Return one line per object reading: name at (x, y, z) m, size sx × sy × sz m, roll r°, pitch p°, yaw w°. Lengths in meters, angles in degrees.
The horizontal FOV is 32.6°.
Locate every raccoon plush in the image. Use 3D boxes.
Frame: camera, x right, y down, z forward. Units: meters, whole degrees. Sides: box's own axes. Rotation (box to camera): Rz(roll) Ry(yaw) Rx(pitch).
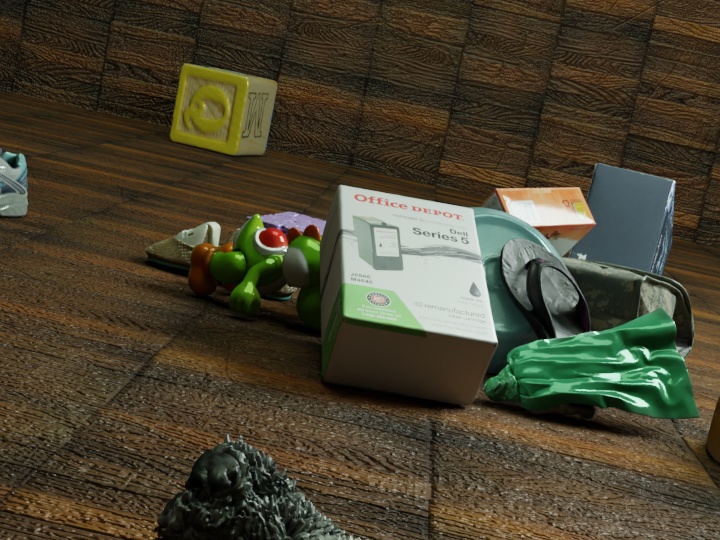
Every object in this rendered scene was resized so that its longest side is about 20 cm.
raccoon plush at (-0.016, 0.143, 0.597) m, size 0.132 × 0.098 × 0.200 m, roll 23°, pitch 11°, yaw 15°

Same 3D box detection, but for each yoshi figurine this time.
yoshi figurine at (-0.084, 0.018, 1.317) m, size 0.198 × 0.113 × 0.112 m, roll 2°, pitch -37°, yaw 35°

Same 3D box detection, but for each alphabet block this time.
alphabet block at (-0.343, -0.402, 3.103) m, size 0.192 × 0.200 × 0.200 m, roll 12°, pitch 9°, yaw 15°

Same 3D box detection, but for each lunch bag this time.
lunch bag at (0.291, 0.051, 1.461) m, size 0.162 × 0.120 × 0.199 m, roll 13°, pitch 0°, yaw 35°

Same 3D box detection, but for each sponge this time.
sponge at (-0.039, -0.040, 1.585) m, size 0.197 × 0.030 × 0.111 m, roll 14°, pitch 12°, yaw 28°

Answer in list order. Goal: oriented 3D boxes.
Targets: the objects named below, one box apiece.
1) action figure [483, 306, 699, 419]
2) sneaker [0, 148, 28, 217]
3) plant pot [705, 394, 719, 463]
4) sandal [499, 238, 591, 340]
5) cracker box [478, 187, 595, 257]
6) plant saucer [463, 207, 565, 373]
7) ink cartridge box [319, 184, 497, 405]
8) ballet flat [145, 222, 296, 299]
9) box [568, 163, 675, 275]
action figure at (0.211, 0.100, 1.170) m, size 0.197 × 0.055 × 0.119 m, roll -4°, pitch 55°, yaw -13°
sneaker at (-0.482, -0.114, 1.522) m, size 0.076 × 0.088 × 0.200 m, roll 13°, pitch 9°, yaw 15°
plant pot at (0.434, 0.100, 1.118) m, size 0.197 × 0.186 × 0.200 m, roll 12°, pitch 9°, yaw -2°
sandal at (0.205, 0.041, 1.254) m, size 0.074 × 0.048 × 0.202 m, roll -10°, pitch 57°, yaw -22°
cracker box at (0.172, -0.021, 1.491) m, size 0.132 × 0.200 × 0.058 m, roll -4°, pitch 61°, yaw -33°
plant saucer at (0.141, 0.010, 1.310) m, size 0.197 × 0.203 × 0.036 m, roll 10°, pitch -31°, yaw -9°
ink cartridge box at (0.039, 0.019, 1.161) m, size 0.143 × 0.085 × 0.201 m, roll 10°, pitch 38°, yaw -11°
ballet flat at (-0.160, -0.021, 1.451) m, size 0.197 × 0.066 × 0.070 m, roll 14°, pitch 10°, yaw 15°
box at (0.345, -0.023, 1.627) m, size 0.106 × 0.150 × 0.200 m, roll 14°, pitch -18°, yaw 19°
